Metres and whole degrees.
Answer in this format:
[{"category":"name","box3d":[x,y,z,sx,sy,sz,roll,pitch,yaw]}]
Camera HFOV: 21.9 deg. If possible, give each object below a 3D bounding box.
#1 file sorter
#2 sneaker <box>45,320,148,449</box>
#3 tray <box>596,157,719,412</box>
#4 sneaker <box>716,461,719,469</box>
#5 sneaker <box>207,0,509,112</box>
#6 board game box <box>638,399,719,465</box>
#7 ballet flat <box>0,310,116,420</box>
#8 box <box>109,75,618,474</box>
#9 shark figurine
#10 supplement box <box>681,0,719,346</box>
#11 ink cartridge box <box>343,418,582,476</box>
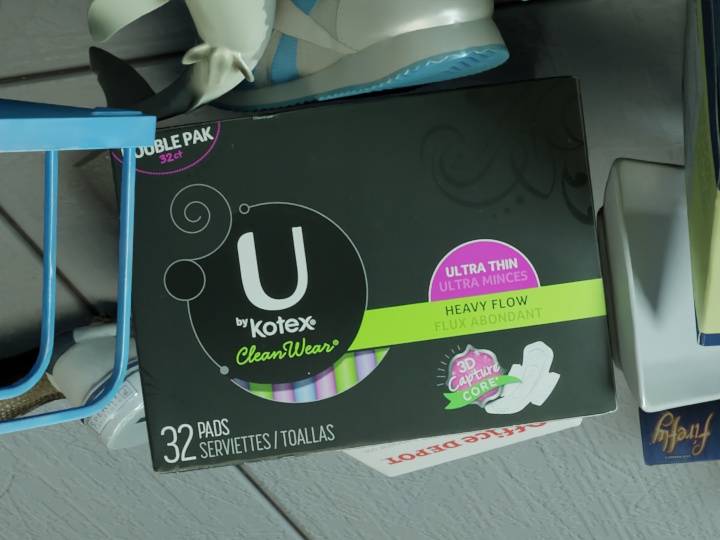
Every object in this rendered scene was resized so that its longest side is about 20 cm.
[{"category":"file sorter","box3d":[-0.202,-0.011,0.748,0.200,0.123,0.139,9,-170,39]},{"category":"sneaker","box3d":[-0.110,0.053,1.049,0.073,0.071,0.200,-44,167,10]},{"category":"tray","box3d":[0.152,0.007,0.858,0.022,0.107,0.200,-9,175,30]},{"category":"sneaker","box3d":[0.281,0.112,1.148,0.081,0.075,0.200,-35,136,29]},{"category":"sneaker","box3d":[-0.010,-0.112,0.786,0.076,0.081,0.200,-12,-176,-33]},{"category":"board game box","box3d":[0.272,0.079,1.017,0.200,0.035,0.135,-2,173,-31]},{"category":"ballet flat","box3d":[-0.209,0.064,1.141,0.200,0.067,0.046,-15,121,29]},{"category":"box","box3d":[0.000,0.000,0.830,0.200,0.149,0.124,-8,-178,-2]},{"category":"shark figurine","box3d":[-0.063,-0.121,0.753,0.128,0.090,0.215,9,153,-4]},{"category":"supplement box","box3d":[0.230,-0.066,0.728,0.200,0.134,0.200,-3,159,8]},{"category":"ink cartridge box","box3d":[0.010,0.029,1.014,0.145,0.084,0.200,-20,142,36]}]
